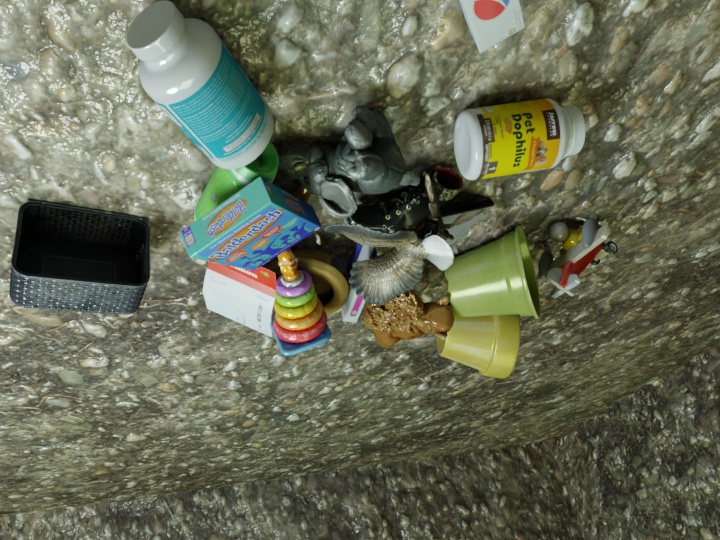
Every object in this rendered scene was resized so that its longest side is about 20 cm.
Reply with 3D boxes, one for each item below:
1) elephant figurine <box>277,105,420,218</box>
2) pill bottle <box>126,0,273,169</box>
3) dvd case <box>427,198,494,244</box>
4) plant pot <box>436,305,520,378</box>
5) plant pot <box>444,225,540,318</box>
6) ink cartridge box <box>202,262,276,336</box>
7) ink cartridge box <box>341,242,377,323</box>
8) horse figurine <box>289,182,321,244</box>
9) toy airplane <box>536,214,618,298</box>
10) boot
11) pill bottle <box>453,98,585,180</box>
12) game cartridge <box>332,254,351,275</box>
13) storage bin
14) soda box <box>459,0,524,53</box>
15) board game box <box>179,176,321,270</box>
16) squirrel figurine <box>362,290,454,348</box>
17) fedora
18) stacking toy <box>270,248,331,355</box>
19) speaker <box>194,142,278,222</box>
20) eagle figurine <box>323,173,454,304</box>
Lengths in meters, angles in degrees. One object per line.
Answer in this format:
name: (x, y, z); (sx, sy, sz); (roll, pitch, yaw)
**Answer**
elephant figurine: (-0.037, -0.161, 0.874); (0.196, 0.160, 0.140); (-23, -177, 36)
pill bottle: (-0.197, -0.228, 0.692); (0.107, 0.114, 0.201); (-20, 149, 12)
dvd case: (0.167, -0.082, 1.095); (0.196, 0.018, 0.143); (-16, 158, -45)
plant pot: (0.305, 0.172, 1.475); (0.181, 0.207, 0.203); (7, 148, -3)
plant pot: (0.291, 0.023, 1.239); (0.179, 0.207, 0.200); (-14, 152, 23)
ink cartridge box: (-0.239, 0.043, 1.095); (0.155, 0.048, 0.202); (23, 150, 8)
ink cartridge box: (0.000, 0.000, 1.107); (0.036, 0.096, 0.204); (6, 130, -17)
horse figurine: (-0.150, -0.092, 0.982); (0.192, 0.051, 0.135); (-8, 139, 0)
toy airplane: (0.467, -0.040, 1.236); (0.199, 0.142, 0.198); (-42, 174, 19)
boot: (0.077, -0.126, 1.000); (0.198, 0.076, 0.154); (-2, 151, -34)
pill bottle: (0.257, -0.215, 0.898); (0.192, 0.112, 0.111); (-10, 150, -7)
game cartridge: (-0.045, 0.023, 1.232); (0.194, 0.042, 0.134); (-21, 144, 11)
storage bin: (-0.452, -0.017, 0.901); (0.194, 0.139, 0.094); (8, 144, -32)
soda box: (0.139, -0.365, 0.656); (0.066, 0.066, 0.200); (-23, 149, 16)
board game box: (-0.162, -0.064, 0.865); (0.149, 0.046, 0.199); (-31, 166, 12)
squirrel figurine: (0.110, 0.102, 1.233); (0.181, 0.147, 0.199); (4, 168, 30)
fedora: (-0.113, 0.013, 1.122); (0.193, 0.084, 0.204); (5, 142, 4)
stacking toy: (-0.122, 0.042, 1.024); (0.106, 0.117, 0.206); (-18, 125, -16)
speaker: (-0.199, -0.124, 0.869); (0.086, 0.091, 0.200); (8, 149, -31)
eagle figurine: (0.055, -0.040, 0.932); (0.195, 0.156, 0.151); (-25, 170, -3)
